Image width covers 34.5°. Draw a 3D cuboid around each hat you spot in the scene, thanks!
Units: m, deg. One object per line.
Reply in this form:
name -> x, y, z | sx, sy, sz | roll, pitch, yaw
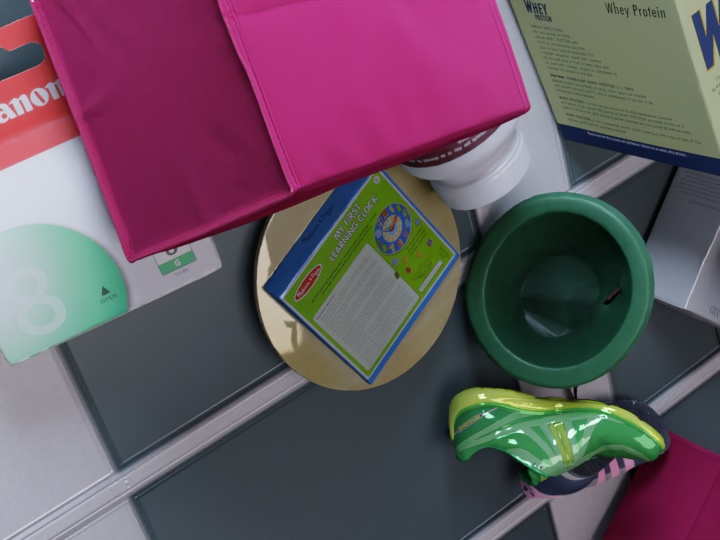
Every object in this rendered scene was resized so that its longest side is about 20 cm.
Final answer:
hat -> 0.196, 0.024, 1.104 | 0.201, 0.165, 0.176 | -56, 165, 14

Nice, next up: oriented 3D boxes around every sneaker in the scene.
sneaker -> 0.179, 0.159, 1.070 | 0.198, 0.074, 0.084 | 6, 77, 5
sneaker -> 0.238, 0.184, 1.185 | 0.199, 0.071, 0.082 | -4, 149, -43

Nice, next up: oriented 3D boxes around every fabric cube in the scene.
fabric cube -> -0.054, -0.142, 0.709 | 0.198, 0.195, 0.202 | -23, 95, -38
fabric cube -> 0.394, 0.318, 1.233 | 0.196, 0.199, 0.201 | 31, 86, -36

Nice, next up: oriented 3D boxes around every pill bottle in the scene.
pill bottle -> 0.056, -0.147, 0.909 | 0.113, 0.113, 0.201 | -45, 125, -14

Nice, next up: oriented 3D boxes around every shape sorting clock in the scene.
shape sorting clock -> 0.000, 0.000, 0.965 | 0.198, 0.039, 0.202 | -9, 105, -33

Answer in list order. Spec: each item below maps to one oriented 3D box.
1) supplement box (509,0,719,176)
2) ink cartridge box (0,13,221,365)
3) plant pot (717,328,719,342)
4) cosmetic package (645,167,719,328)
supplement box -> 0.247, -0.212, 0.965 | 0.134, 0.199, 0.201 | -40, 123, -18
ink cartridge box -> -0.202, -0.059, 0.764 | 0.160, 0.050, 0.201 | -25, 116, -6
plant pot -> 0.510, 0.037, 1.272 | 0.199, 0.134, 0.202 | -12, 112, -32
cosmetic package -> 0.367, -0.049, 1.177 | 0.112, 0.081, 0.202 | 18, 93, -39
